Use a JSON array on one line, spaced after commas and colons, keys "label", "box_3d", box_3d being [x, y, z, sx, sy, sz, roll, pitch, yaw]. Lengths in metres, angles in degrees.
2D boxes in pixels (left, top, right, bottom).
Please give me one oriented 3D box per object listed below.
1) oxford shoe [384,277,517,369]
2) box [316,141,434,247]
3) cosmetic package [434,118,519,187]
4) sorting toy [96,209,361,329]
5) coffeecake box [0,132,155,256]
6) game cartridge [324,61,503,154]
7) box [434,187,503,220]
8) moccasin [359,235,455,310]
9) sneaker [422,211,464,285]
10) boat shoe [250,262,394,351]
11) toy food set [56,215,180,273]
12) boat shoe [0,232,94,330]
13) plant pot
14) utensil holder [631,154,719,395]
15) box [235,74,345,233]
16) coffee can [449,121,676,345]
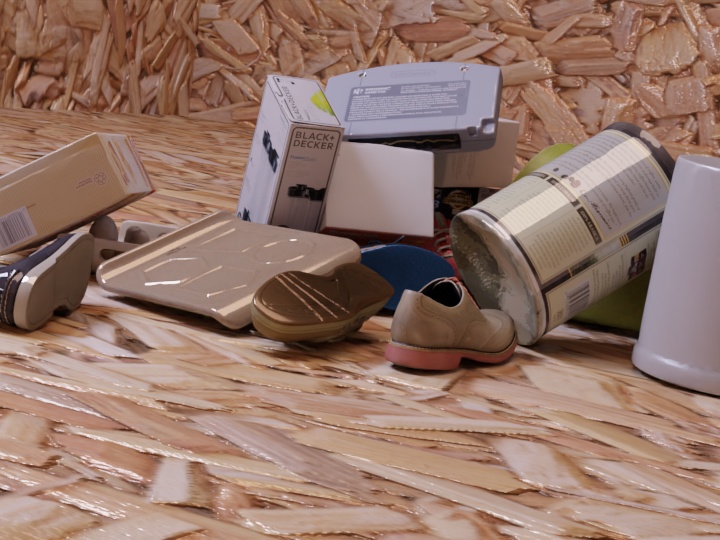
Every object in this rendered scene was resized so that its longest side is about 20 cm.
[{"label": "oxford shoe", "box_3d": [0.093, 0.044, 1.517, 0.070, 0.075, 0.200, 11, 8, 27]}, {"label": "box", "box_3d": [-0.010, -0.062, 1.838, 0.123, 0.098, 0.200, 5, -16, -17]}, {"label": "cosmetic package", "box_3d": [0.098, -0.144, 1.954, 0.107, 0.086, 0.200, 12, 9, 25]}, {"label": "sorting toy", "box_3d": [-0.126, 0.001, 1.614, 0.199, 0.037, 0.185, 16, 32, 41]}, {"label": "coffeecake box", "box_3d": [-0.310, -0.080, 1.749, 0.153, 0.074, 0.200, -25, 3, 3]}, {"label": "game cartridge", "box_3d": [0.055, -0.178, 1.834, 0.198, 0.041, 0.134, -2, 45, 13]}, {"label": "box", "box_3d": [0.111, -0.058, 2.094, 0.197, 0.050, 0.200, 10, -16, 12]}, {"label": "moccasin", "box_3d": [0.000, 0.000, 1.732, 0.198, 0.081, 0.068, 5, 4, -22]}, {"label": "sneaker", "box_3d": [0.087, -0.022, 1.928, 0.073, 0.088, 0.200, 2, 10, -25]}, {"label": "boat shoe", "box_3d": [-0.038, 0.042, 1.516, 0.073, 0.063, 0.199, 41, 25, 22]}, {"label": "toy food set", "box_3d": [-0.223, -0.029, 1.790, 0.142, 0.061, 0.200, 9, 9, 11]}, {"label": "boat shoe", "box_3d": [-0.286, 0.003, 1.479, 0.062, 0.073, 0.200, 11, 13, 6]}, {"label": "plant pot", "box_3d": [0.269, -0.014, 1.818, 0.199, 0.188, 0.186, 29, 19, 34]}, {"label": "utensil holder", "box_3d": [0.355, 0.004, 1.569, 0.168, 0.202, 0.170, 9, 9, -1]}, {"label": "box", "box_3d": [-0.080, -0.089, 1.758, 0.060, 0.201, 0.117, 4, 28, -20]}, {"label": "coffee can", "box_3d": [0.209, -0.038, 1.655, 0.199, 0.147, 0.146, -29, 22, -19]}]
